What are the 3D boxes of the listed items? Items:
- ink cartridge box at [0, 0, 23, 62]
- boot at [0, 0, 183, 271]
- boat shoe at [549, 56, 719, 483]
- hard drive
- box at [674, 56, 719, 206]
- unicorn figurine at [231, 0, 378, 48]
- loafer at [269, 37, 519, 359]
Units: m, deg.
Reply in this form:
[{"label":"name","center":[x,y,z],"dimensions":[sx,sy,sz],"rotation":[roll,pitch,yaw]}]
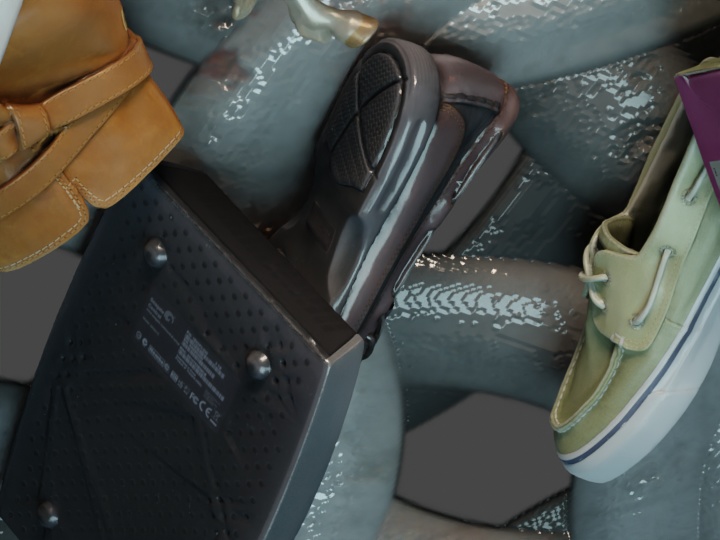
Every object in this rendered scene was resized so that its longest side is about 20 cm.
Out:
[{"label":"ink cartridge box","center":[-0.182,-0.162,0.862],"dimensions":[0.199,0.041,0.201],"rotation":[13,104,-26]},{"label":"boot","center":[-0.172,-0.052,0.984],"dimensions":[0.200,0.074,0.155],"rotation":[-28,131,7]},{"label":"boat shoe","center":[0.123,-0.003,1.135],"dimensions":[0.062,0.072,0.200],"rotation":[21,113,-16]},{"label":"hard drive","center":[-0.072,0.065,1.089],"dimensions":[0.042,0.135,0.200],"rotation":[-18,143,-43]},{"label":"box","center":[0.241,-0.066,1.001],"dimensions":[0.199,0.176,0.097],"rotation":[-22,94,-8]},{"label":"unicorn figurine","center":[0.005,-0.157,0.943],"dimensions":[0.200,0.074,0.137],"rotation":[-32,121,20]},{"label":"loafer","center":[0.000,0.000,1.091],"dimensions":[0.063,0.072,0.200],"rotation":[10,124,-29]}]
